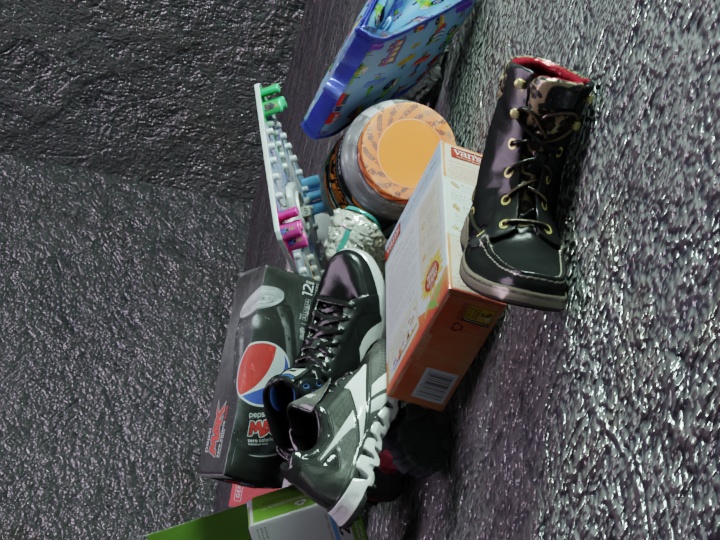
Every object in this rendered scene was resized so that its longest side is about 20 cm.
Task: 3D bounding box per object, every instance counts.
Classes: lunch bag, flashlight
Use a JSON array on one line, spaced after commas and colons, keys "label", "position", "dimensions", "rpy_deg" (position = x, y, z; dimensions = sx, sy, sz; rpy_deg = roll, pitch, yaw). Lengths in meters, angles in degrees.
[{"label": "lunch bag", "position": [0.018, -0.221, 1.495], "dimensions": [0.200, 0.094, 0.151], "rpy_deg": [-50, -2, -45]}, {"label": "flashlight", "position": [0.033, 0.175, 1.356], "dimensions": [0.200, 0.067, 0.068], "rpy_deg": [139, 153, -69]}]

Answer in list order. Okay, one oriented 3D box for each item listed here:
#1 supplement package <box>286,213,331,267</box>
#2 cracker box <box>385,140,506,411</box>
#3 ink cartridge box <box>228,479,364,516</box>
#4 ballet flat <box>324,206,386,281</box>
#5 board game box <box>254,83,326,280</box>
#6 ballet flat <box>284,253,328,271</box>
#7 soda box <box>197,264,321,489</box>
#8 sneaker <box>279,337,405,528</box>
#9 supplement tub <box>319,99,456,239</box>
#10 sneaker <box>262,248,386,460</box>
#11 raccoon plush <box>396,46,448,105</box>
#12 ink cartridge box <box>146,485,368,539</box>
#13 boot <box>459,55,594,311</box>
[{"label": "supplement package", "position": [-0.036, 0.044, 1.755], "dimensions": [0.201, 0.119, 0.122], "rpy_deg": [112, 166, -52]}, {"label": "cracker box", "position": [0.071, 0.002, 1.285], "dimensions": [0.201, 0.057, 0.135], "rpy_deg": [-90, 21, -48]}, {"label": "ink cartridge box", "position": [-0.067, 0.178, 1.654], "dimensions": [0.045, 0.175, 0.202], "rpy_deg": [29, -112, -62]}, {"label": "ballet flat", "position": [0.000, 0.000, 1.495], "dimensions": [0.200, 0.071, 0.072], "rpy_deg": [57, -142, -64]}, {"label": "board game box", "position": [-0.059, -0.061, 1.519], "dimensions": [0.201, 0.026, 0.201], "rpy_deg": [66, -168, -54]}, {"label": "ballet flat", "position": [-0.045, 0.071, 1.594], "dimensions": [0.072, 0.071, 0.202], "rpy_deg": [137, 124, -75]}, {"label": "soda box", "position": [-0.095, 0.101, 1.391], "dimensions": [0.071, 0.063, 0.202], "rpy_deg": [-15, 62, 61]}, {"label": "sneaker", "position": [-0.015, 0.120, 1.265], "dimensions": [0.067, 0.090, 0.201], "rpy_deg": [-53, 12, 45]}, {"label": "supplement tub", "position": [0.030, -0.102, 1.506], "dimensions": [0.200, 0.121, 0.124], "rpy_deg": [143, 138, -77]}, {"label": "sneaker", "position": [-0.034, 0.076, 1.337], "dimensions": [0.112, 0.072, 0.202], "rpy_deg": [10, -95, -57]}, {"label": "raccoon plush", "position": [0.043, -0.228, 1.709], "dimensions": [0.134, 0.096, 0.202], "rpy_deg": [-79, 3, -66]}, {"label": "ink cartridge box", "position": [-0.084, 0.292, 1.371], "dimensions": [0.076, 0.198, 0.149], "rpy_deg": [-127, 20, -78]}, {"label": "boot", "position": [0.121, -0.065, 1.050], "dimensions": [0.200, 0.072, 0.152], "rpy_deg": [-89, 12, -72]}]
